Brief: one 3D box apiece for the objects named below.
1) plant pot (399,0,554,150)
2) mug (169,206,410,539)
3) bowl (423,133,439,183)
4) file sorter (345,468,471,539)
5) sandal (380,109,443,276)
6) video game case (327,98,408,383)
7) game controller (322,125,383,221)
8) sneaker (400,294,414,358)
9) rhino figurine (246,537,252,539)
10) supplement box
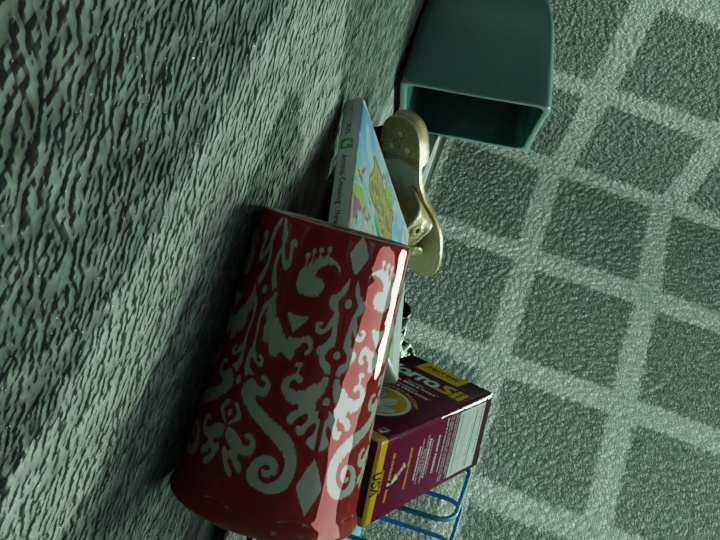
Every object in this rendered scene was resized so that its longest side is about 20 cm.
[{"bbox_3d":[0.167,-0.304,1.143,0.196,0.195,0.202,73,27,-82],"label":"plant pot"},{"bbox_3d":[-0.057,0.060,0.583,0.133,0.177,0.201,10,97,-48],"label":"mug"},{"bbox_3d":[0.041,-0.091,1.194,0.201,0.074,0.201,-67,174,-48],"label":"bowl"},{"bbox_3d":[0.030,0.292,0.846,0.139,0.122,0.201,-38,140,-70],"label":"file sorter"},{"bbox_3d":[0.041,-0.070,0.932,0.070,0.077,0.213,-41,136,-41],"label":"sandal"},{"bbox_3d":[0.011,-0.023,0.761,0.200,0.022,0.183,66,24,-51],"label":"video game case"},{"bbox_3d":[-0.003,-0.083,0.905,0.200,0.042,0.105,-65,173,-55],"label":"game controller"},{"bbox_3d":[0.033,0.089,0.912,0.115,0.200,0.076,-29,-146,44],"label":"sneaker"},{"bbox_3d":[-0.103,0.254,0.952,0.087,0.060,0.200,-35,180,9],"label":"rhino figurine"},{"bbox_3d":[0.028,0.155,0.792,0.199,0.110,0.086,-9,115,-52],"label":"supplement box"}]
